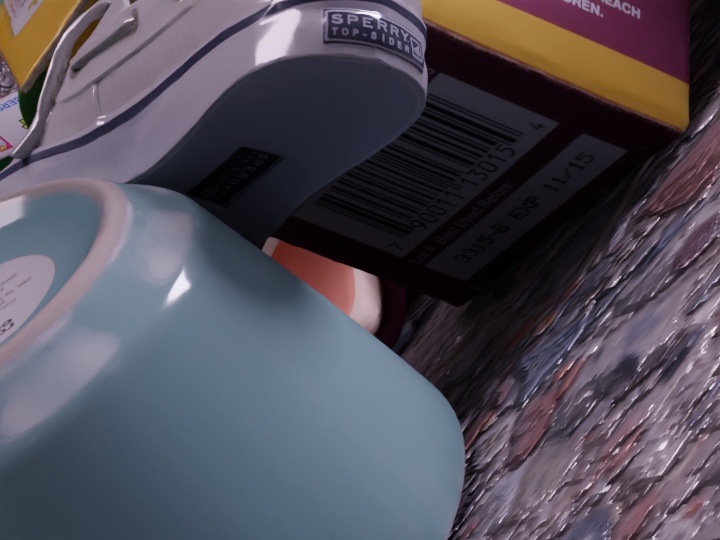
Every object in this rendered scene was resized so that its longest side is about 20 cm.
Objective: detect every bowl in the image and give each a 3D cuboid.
[{"bbox_3d":[-0.084,0.051,0.578,0.200,0.105,0.201,-27,24,13],"label":"bowl"}]

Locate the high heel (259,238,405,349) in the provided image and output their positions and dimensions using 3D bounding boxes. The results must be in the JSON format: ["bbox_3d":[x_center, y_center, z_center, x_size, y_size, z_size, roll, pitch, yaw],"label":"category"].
[{"bbox_3d":[0.000,0.000,0.872,0.068,0.096,0.200,-53,28,10],"label":"high heel"}]

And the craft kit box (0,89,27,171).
[{"bbox_3d":[-0.162,-0.001,1.130,0.197,0.048,0.201,-38,-35,-49],"label":"craft kit box"}]

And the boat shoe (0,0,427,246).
[{"bbox_3d":[-0.052,-0.058,0.636,0.202,0.074,0.087,-32,51,52],"label":"boat shoe"}]

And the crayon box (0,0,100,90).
[{"bbox_3d":[-0.089,-0.148,0.745,0.126,0.051,0.200,-52,40,15],"label":"crayon box"}]

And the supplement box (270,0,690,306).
[{"bbox_3d":[0.031,-0.112,0.720,0.131,0.103,0.201,-40,36,51],"label":"supplement box"}]

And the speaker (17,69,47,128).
[{"bbox_3d":[-0.071,-0.128,0.952,0.088,0.088,0.200,-40,19,51],"label":"speaker"}]
